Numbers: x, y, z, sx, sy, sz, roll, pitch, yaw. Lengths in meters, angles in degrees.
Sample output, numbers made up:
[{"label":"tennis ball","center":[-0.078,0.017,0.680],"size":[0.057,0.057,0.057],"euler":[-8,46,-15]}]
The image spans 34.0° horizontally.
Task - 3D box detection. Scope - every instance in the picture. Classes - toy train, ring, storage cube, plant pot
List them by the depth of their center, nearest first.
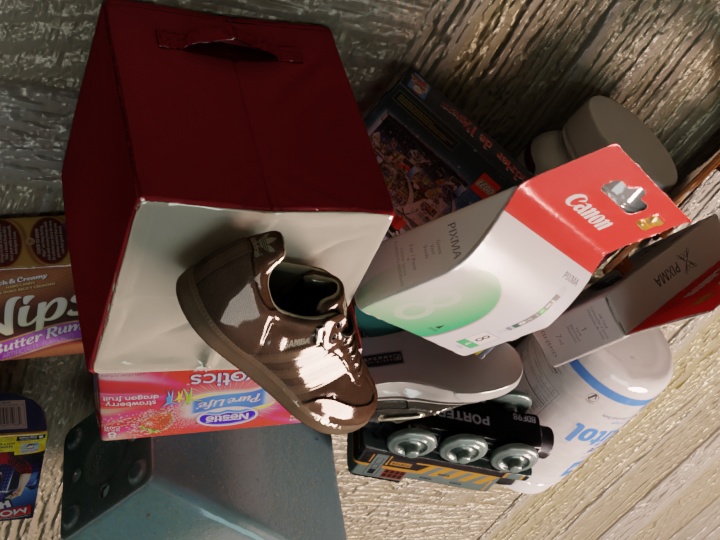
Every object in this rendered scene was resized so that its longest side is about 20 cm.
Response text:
[{"label":"storage cube","center":[-0.100,-0.050,0.806],"size":[0.170,0.181,0.201],"euler":[2,138,-25]},{"label":"ring","center":[0.277,-0.065,0.979],"size":[0.200,0.019,0.200],"euler":[-44,173,-7]},{"label":"plant pot","center":[-0.155,0.200,1.045],"size":[0.195,0.197,0.200],"euler":[-36,130,23]},{"label":"toy train","center":[0.080,0.158,1.111],"size":[0.198,0.086,0.114],"euler":[12,142,-19]}]

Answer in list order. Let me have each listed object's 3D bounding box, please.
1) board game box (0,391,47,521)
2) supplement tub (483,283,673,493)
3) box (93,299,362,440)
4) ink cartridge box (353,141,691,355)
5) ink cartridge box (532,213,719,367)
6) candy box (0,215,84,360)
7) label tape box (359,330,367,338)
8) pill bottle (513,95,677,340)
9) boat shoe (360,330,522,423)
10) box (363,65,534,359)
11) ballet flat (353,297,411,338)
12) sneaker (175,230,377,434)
[{"label":"board game box","center":[-0.385,0.176,1.027],"size":[0.198,0.062,0.200],"euler":[0,141,-23]},{"label":"supplement tub","center":[0.206,0.121,1.191],"size":[0.131,0.133,0.200],"euler":[9,135,-31]},{"label":"box","center":[-0.107,0.060,0.913],"size":[0.198,0.096,0.100],"euler":[-3,141,-14]},{"label":"ink cartridge box","center":[0.117,-0.005,0.814],"size":[0.199,0.050,0.161],"euler":[-20,155,27]},{"label":"ink cartridge box","center":[0.270,0.004,1.018],"size":[0.199,0.045,0.176],"euler":[-30,180,-41]},{"label":"candy box","center":[-0.226,0.012,0.936],"size":[0.198,0.057,0.117],"euler":[-5,142,-19]},{"label":"label tape box","center":[0.053,0.093,1.147],"size":[0.142,0.066,0.200],"euler":[-24,141,8]},{"label":"pill bottle","center":[0.157,-0.042,0.976],"size":[0.114,0.115,0.200],"euler":[15,133,-36]},{"label":"boat shoe","center":[0.038,0.094,1.009],"size":[0.198,0.071,0.064],"euler":[-1,140,-3]},{"label":"box","center":[0.067,-0.041,0.913],"size":[0.200,0.038,0.137],"euler":[40,122,-8]},{"label":"ballet flat","center":[0.000,0.000,0.998],"size":[0.068,0.068,0.200],"euler":[-29,133,20]},{"label":"sneaker","center":[-0.029,0.044,0.746],"size":[0.075,0.071,0.200],"euler":[-31,142,16]}]
